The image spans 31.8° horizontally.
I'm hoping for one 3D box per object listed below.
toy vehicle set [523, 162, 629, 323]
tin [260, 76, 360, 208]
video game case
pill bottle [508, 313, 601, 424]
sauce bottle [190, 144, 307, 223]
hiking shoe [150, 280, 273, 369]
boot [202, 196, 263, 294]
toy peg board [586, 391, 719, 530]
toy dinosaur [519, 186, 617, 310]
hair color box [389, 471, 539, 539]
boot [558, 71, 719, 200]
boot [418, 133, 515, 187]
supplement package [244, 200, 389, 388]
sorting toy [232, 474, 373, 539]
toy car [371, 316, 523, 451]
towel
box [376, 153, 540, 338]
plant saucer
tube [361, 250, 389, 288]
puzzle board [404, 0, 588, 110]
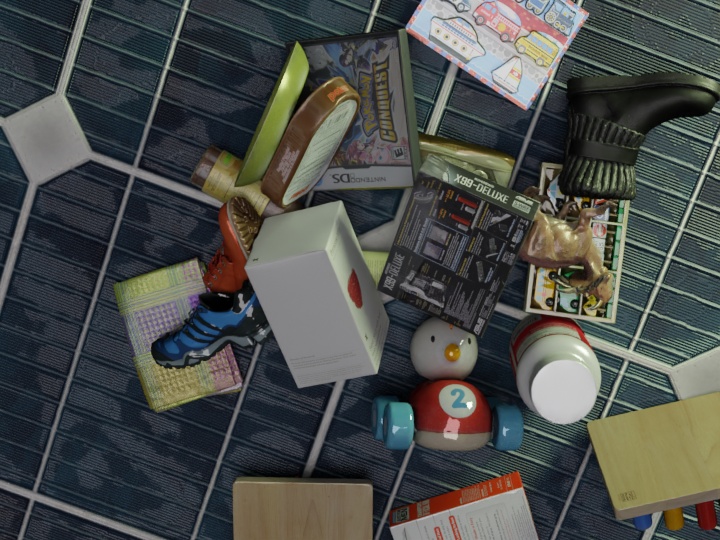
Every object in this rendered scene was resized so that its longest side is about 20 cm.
[{"bbox_3d":[0.293,-0.037,1.706,0.122,0.027,0.203,6,91,0],"label":"toy vehicle set"},{"bbox_3d":[-0.064,-0.159,1.612,0.042,0.112,0.201,45,135,14],"label":"tin"},{"bbox_3d":[-0.010,-0.206,1.658,0.179,0.025,0.203,1,104,33],"label":"video game case"},{"bbox_3d":[0.258,0.130,1.674,0.110,0.200,0.114,1,103,2],"label":"pill bottle"},{"bbox_3d":[-0.132,-0.096,1.712,0.198,0.065,0.065,30,102,-6],"label":"sauce bottle"},{"bbox_3d":[-0.205,0.068,1.705,0.198,0.075,0.087,-19,114,21],"label":"hiking shoe"},{"bbox_3d":[-0.172,-0.011,1.699,0.106,0.076,0.202,-4,130,14],"label":"boot"},{"bbox_3d":[0.427,0.279,1.712,0.196,0.201,0.099,-14,116,5],"label":"toy peg board"},{"bbox_3d":[0.252,-0.029,1.645,0.197,0.086,0.138,12,87,-4],"label":"toy dinosaur"},{"bbox_3d":[0.149,0.374,1.802,0.197,0.064,0.112,-17,102,4],"label":"hair color box"},{"bbox_3d":[0.363,-0.169,1.649,0.208,0.079,0.161,0,82,12],"label":"boot"},{"bbox_3d":[0.096,-0.100,1.699,0.197,0.072,0.157,12,105,-1],"label":"boot"},{"bbox_3d":[-0.053,0.033,1.668,0.118,0.122,0.202,-12,121,19],"label":"supplement package"},{"bbox_3d":[-0.080,0.386,1.810,0.195,0.070,0.203,1,103,2],"label":"sorting toy"},{"bbox_3d":[0.116,0.134,1.707,0.181,0.177,0.203,1,90,-9],"label":"toy car"},{"bbox_3d":[-0.257,0.094,1.778,0.142,0.023,0.203,-16,100,6],"label":"towel"},{"bbox_3d":[0.122,-0.029,1.624,0.156,0.050,0.202,24,127,7],"label":"box"},{"bbox_3d":[-0.109,-0.194,1.616,0.031,0.200,0.202,23,102,-9],"label":"plant saucer"},{"bbox_3d":[0.000,0.000,1.737,0.197,0.052,0.059,-1,72,6],"label":"tube"},{"bbox_3d":[0.180,-0.329,1.672,0.199,0.017,0.152,32,101,-4],"label":"puzzle board"}]
